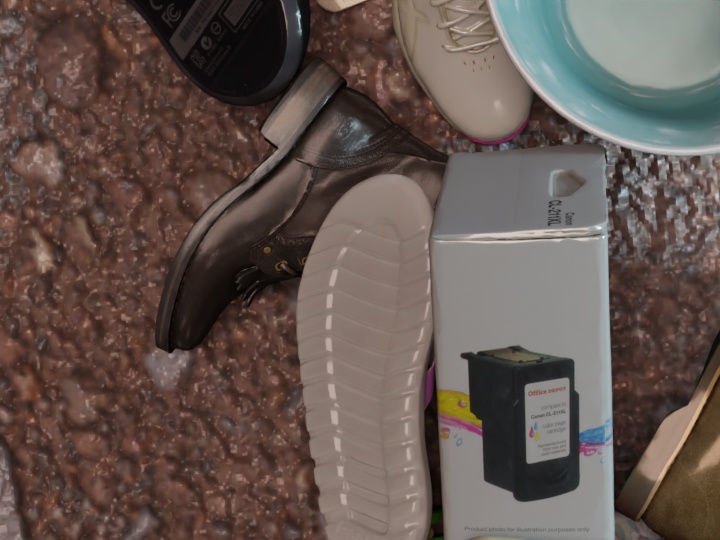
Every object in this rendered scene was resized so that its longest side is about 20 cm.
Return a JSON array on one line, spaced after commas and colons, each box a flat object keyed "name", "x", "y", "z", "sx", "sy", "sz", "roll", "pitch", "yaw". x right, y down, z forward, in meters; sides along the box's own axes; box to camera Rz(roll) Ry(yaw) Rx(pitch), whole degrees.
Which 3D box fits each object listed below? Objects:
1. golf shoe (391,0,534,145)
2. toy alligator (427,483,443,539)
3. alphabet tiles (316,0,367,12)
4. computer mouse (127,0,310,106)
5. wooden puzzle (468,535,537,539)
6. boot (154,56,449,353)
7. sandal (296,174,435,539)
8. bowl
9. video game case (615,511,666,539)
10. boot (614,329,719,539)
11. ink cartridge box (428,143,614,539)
[{"name": "golf shoe", "x": 0.046, "y": -0.162, "z": 0.951, "sx": 0.075, "sy": 0.092, "sz": 0.201, "roll": -16, "pitch": 96, "yaw": 5}, {"name": "toy alligator", "x": 0.026, "y": 0.181, "z": 0.967, "sx": 0.054, "sy": 0.059, "sz": 0.201, "roll": -5, "pitch": 86, "yaw": -33}, {"name": "alphabet tiles", "x": 0.000, "y": -0.255, "z": 1.002, "sx": 0.199, "sy": 0.015, "sz": 0.197, "roll": -21, "pitch": 91, "yaw": 6}, {"name": "computer mouse", "x": -0.089, "y": -0.179, "z": 0.990, "sx": 0.138, "sy": 0.053, "sz": 0.200, "roll": -45, "pitch": 76, "yaw": 31}, {"name": "wooden puzzle", "x": 0.127, "y": 0.228, "z": 0.809, "sx": 0.184, "sy": 0.037, "sz": 0.201, "roll": 5, "pitch": 88, "yaw": 7}, {"name": "boot", "x": 0.000, "y": 0.000, "z": 0.972, "sx": 0.174, "sy": 0.069, "sz": 0.200, "roll": 34, "pitch": 99, "yaw": 0}, {"name": "sandal", "x": 0.009, "y": 0.052, "z": 0.933, "sx": 0.082, "sy": 0.050, "sz": 0.204, "roll": 3, "pitch": 89, "yaw": 27}, {"name": "bowl", "x": 0.162, "y": -0.153, "z": 0.931, "sx": 0.200, "sy": 0.105, "sz": 0.202, "roll": 0, "pitch": 86, "yaw": 4}, {"name": "video game case", "x": 0.167, "y": 0.214, "z": 0.958, "sx": 0.199, "sy": 0.024, "sz": 0.183, "roll": -13, "pitch": 85, "yaw": 8}, {"name": "boot", "x": 0.211, "y": 0.055, "z": 0.919, "sx": 0.075, "sy": 0.074, "sz": 0.201, "roll": 31, "pitch": 101, "yaw": 14}, {"name": "ink cartridge box", "x": 0.082, "y": 0.052, "z": 0.884, "sx": 0.082, "sy": 0.146, "sz": 0.201, "roll": -1, "pitch": 109, "yaw": 8}]
